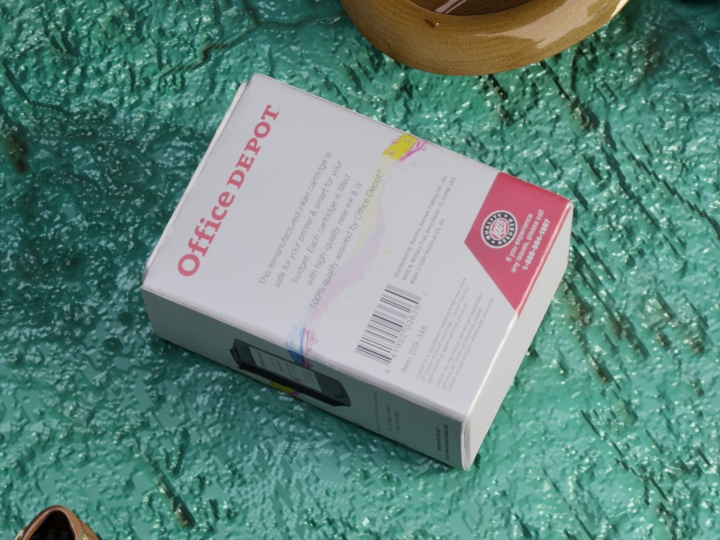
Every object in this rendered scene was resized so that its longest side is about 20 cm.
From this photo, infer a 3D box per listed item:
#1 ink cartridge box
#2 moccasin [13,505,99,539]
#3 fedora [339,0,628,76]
[{"bbox_3d":[0.000,0.000,1.641,0.199,0.086,0.148,23,69,14],"label":"ink cartridge box"},{"bbox_3d":[-0.178,0.222,1.552,0.073,0.078,0.202,16,67,10],"label":"moccasin"},{"bbox_3d":[0.084,-0.190,1.722,0.199,0.082,0.202,-5,71,13],"label":"fedora"}]
